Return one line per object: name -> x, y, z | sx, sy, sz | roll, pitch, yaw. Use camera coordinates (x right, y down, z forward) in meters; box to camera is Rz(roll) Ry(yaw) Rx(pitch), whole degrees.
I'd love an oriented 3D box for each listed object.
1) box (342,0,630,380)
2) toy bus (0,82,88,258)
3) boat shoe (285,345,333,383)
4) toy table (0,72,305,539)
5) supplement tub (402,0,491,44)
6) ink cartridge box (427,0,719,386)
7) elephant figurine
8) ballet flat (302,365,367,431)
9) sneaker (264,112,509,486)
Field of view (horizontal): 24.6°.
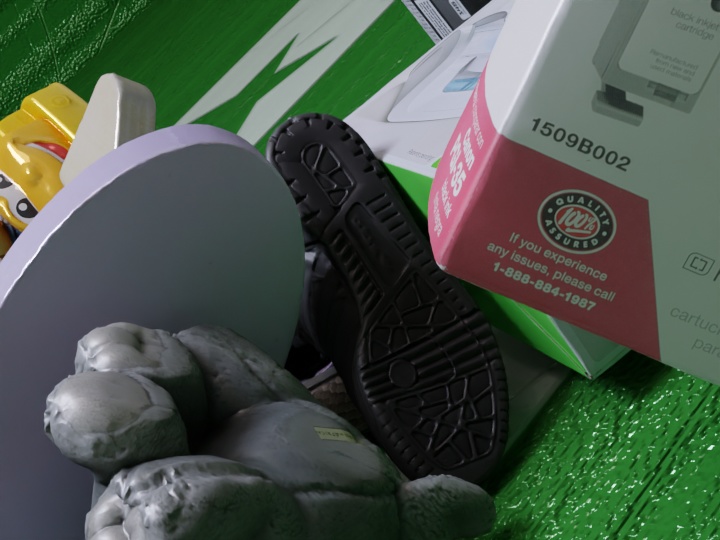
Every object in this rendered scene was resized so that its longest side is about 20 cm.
box -> 0.100, -0.062, 0.694 | 0.176, 0.097, 0.200 | -39, 18, -7
toy bus -> -0.220, 0.014, 0.957 | 0.191, 0.136, 0.201 | -24, -31, -38
boat shoe -> 0.000, 0.000, 0.843 | 0.200, 0.075, 0.093 | -43, 22, 21
toy table -> -0.112, 0.020, 0.673 | 0.201, 0.183, 0.117 | -54, 38, 5
supplement tub -> 0.071, -0.186, 0.911 | 0.122, 0.200, 0.123 | -37, 18, 14
ink cartridge box -> 0.124, -0.073, 0.477 | 0.083, 0.146, 0.201 | -79, 12, -65
elephant figurine -> -0.081, 0.128, 0.604 | 0.141, 0.155, 0.201 | -8, -50, -54
ballet flat -> -0.045, 0.094, 0.748 | 0.199, 0.047, 0.067 | -35, -6, 0
sneaker -> -0.002, 0.011, 0.694 | 0.060, 0.201, 0.104 | -22, -18, -16
